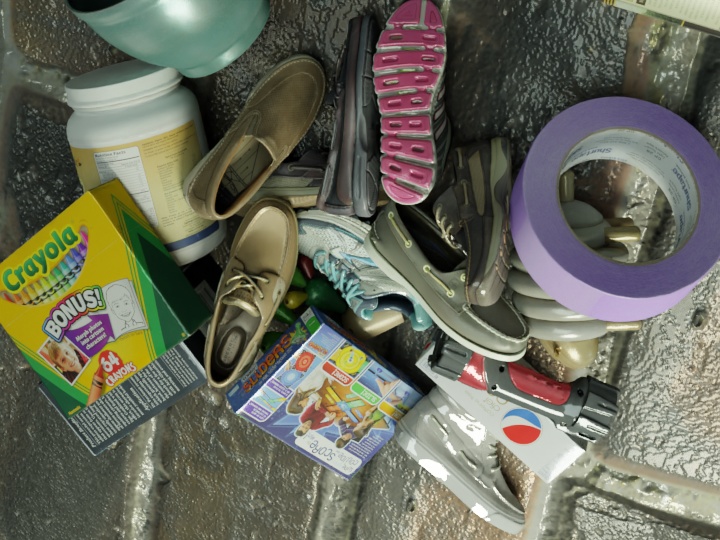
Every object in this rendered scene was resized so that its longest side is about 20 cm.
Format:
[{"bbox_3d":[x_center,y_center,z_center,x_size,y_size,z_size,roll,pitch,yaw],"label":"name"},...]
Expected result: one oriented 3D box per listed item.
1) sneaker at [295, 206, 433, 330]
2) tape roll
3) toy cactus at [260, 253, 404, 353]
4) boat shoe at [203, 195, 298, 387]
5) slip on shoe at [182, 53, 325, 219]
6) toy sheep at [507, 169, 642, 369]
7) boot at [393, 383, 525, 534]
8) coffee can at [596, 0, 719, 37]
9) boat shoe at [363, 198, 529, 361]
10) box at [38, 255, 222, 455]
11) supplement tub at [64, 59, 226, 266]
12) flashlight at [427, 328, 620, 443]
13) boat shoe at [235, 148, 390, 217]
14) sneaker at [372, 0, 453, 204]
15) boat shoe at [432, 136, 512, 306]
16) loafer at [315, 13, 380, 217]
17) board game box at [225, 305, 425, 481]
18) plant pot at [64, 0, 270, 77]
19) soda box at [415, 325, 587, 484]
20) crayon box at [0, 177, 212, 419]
[{"bbox_3d":[0.000,0.000,1.269,0.197,0.087,0.078,20,159,3],"label":"sneaker"},{"bbox_3d":[0.241,-0.058,1.127,0.198,0.202,0.066,27,160,5],"label":"tape roll"},{"bbox_3d":[-0.033,0.064,1.343,0.162,0.102,0.203,-15,106,3],"label":"toy cactus"},{"bbox_3d":[-0.112,0.024,1.242,0.070,0.065,0.203,16,98,0],"label":"boat shoe"},{"bbox_3d":[-0.100,-0.134,1.229,0.200,0.060,0.076,-47,121,-8],"label":"slip on shoe"},{"bbox_3d":[0.211,0.000,1.204,0.136,0.138,0.204,-1,99,18],"label":"toy sheep"},{"bbox_3d":[0.136,0.207,1.350,0.199,0.074,0.096,40,98,-20],"label":"boot"},{"bbox_3d":[0.249,-0.298,1.045,0.197,0.147,0.148,19,118,9],"label":"coffee can"},{"bbox_3d":[0.090,0.008,1.195,0.201,0.072,0.061,41,130,14],"label":"boat shoe"},{"bbox_3d":[-0.241,0.094,1.377,0.199,0.149,0.108,-33,100,28],"label":"box"},{"bbox_3d":[-0.229,-0.114,1.284,0.142,0.145,0.203,-4,111,19],"label":"supplement tub"},{"bbox_3d":[0.170,0.107,1.236,0.197,0.069,0.068,21,152,-7],"label":"flashlight"},{"bbox_3d":[-0.046,-0.097,1.276,0.197,0.072,0.066,-5,78,16],"label":"boat shoe"},{"bbox_3d":[0.056,-0.166,1.211,0.072,0.087,0.204,1,91,13],"label":"sneaker"},{"bbox_3d":[0.109,-0.047,1.173,0.072,0.202,0.075,0,137,11],"label":"boat shoe"},{"bbox_3d":[-0.014,-0.155,1.205,0.062,0.072,0.204,0,86,16],"label":"loafer"},{"bbox_3d":[-0.032,0.138,1.307,0.135,0.035,0.200,-45,132,7],"label":"board game box"},{"bbox_3d":[-0.171,-0.277,1.182,0.198,0.202,0.134,-20,133,25],"label":"plant pot"},{"bbox_3d":[0.156,0.133,1.310,0.200,0.068,0.064,43,118,-4],"label":"soda box"},{"bbox_3d":[-0.278,0.032,1.246,0.199,0.058,0.174,-33,96,29],"label":"crayon box"}]
